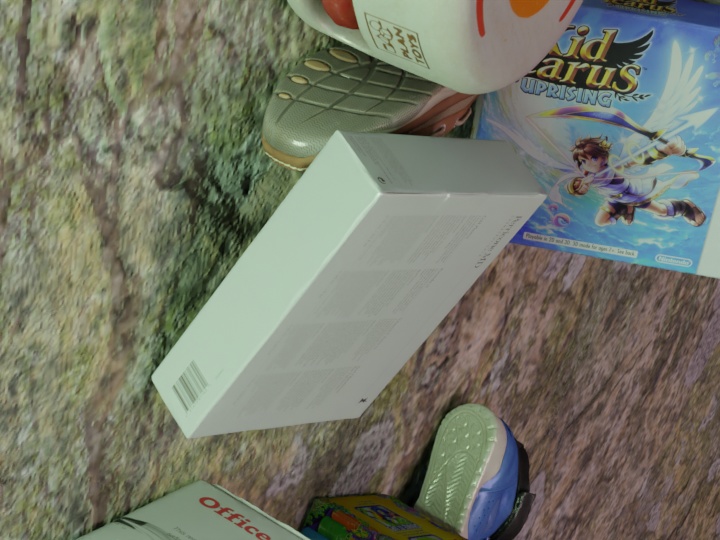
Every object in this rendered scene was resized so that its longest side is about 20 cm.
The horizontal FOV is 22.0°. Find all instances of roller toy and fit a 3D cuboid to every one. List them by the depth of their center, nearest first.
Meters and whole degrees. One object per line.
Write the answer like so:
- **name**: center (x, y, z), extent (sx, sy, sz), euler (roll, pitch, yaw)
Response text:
- **roller toy**: center (0.052, -0.192, 0.988), extent (0.182, 0.139, 0.201), euler (-20, 130, -55)

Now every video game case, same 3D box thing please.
- **video game case**: center (0.175, -0.095, 1.245), extent (0.046, 0.198, 0.182), euler (-80, 179, -60)

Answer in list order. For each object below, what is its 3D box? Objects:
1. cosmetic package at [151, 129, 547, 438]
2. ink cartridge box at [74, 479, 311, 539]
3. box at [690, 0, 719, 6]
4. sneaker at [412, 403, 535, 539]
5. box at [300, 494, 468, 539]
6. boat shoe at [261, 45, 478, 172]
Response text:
- **cosmetic package**: center (-0.007, 0.009, 1.052), extent (0.150, 0.052, 0.200), euler (1, 137, -48)
- **ink cartridge box**: center (-0.103, 0.212, 1.053), extent (0.200, 0.144, 0.085), euler (-20, 132, -54)
- **box**: center (0.240, -0.185, 1.347), extent (0.200, 0.112, 0.102), euler (-24, 146, -58)
- **sneaker**: center (0.073, 0.213, 1.461), extent (0.111, 0.076, 0.201), euler (41, 69, -54)
- **box**: center (0.031, 0.293, 1.324), extent (0.122, 0.192, 0.201), euler (10, 103, -63)
- **boat shoe**: center (0.016, -0.093, 1.087), extent (0.200, 0.076, 0.072), euler (-29, 144, -43)
